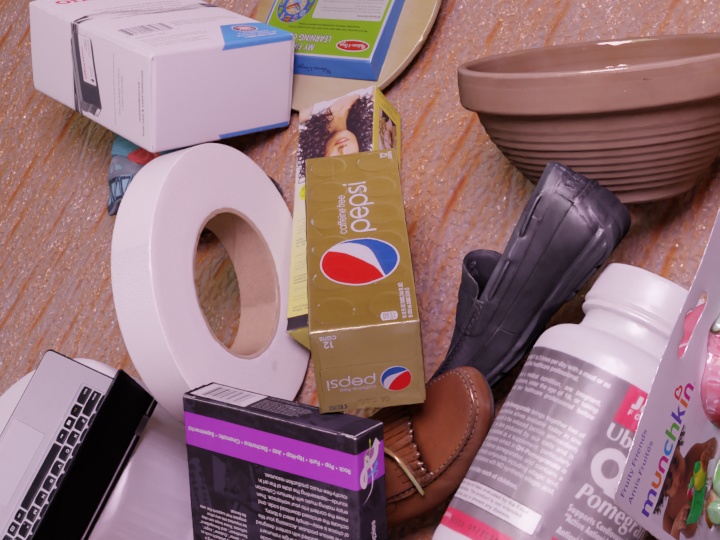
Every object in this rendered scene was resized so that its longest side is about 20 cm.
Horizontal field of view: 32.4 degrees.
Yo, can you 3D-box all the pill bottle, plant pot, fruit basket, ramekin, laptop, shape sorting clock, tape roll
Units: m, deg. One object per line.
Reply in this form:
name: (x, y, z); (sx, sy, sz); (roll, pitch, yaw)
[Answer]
pill bottle: (0.134, 0.102, 0.731); (0.110, 0.111, 0.201); (22, 78, 39)
plant pot: (0.164, -0.097, 0.807); (0.199, 0.200, 0.094); (4, 107, 35)
fruit basket: (0.209, 0.068, 0.642); (0.093, 0.200, 0.187); (12, 71, 38)
ramekin: (-0.212, 0.165, 0.933); (0.199, 0.098, 0.203); (-16, 56, 25)
laptop: (-0.227, 0.141, 0.815); (0.199, 0.116, 0.189); (17, 74, 39)
shape sorting clock: (-0.012, -0.226, 1.059); (0.198, 0.039, 0.202); (-16, 59, 29)
tape roll: (-0.099, 0.013, 0.878); (0.037, 0.203, 0.205); (-11, 59, 27)

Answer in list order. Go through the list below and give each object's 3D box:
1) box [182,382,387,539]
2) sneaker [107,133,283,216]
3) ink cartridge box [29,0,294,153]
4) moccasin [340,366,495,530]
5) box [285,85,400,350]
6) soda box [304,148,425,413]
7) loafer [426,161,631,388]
box: (-0.046, 0.181, 0.782); (0.142, 0.036, 0.203); (9, 106, 36)
sneaker: (-0.142, -0.055, 1.041); (0.199, 0.079, 0.097); (20, 94, 43)
ink cartridge box: (-0.173, -0.178, 1.060); (0.199, 0.144, 0.085); (29, 124, 42)
moccasin: (0.004, 0.124, 0.794); (0.201, 0.077, 0.074); (-34, 52, 33)
box: (-0.011, -0.040, 0.947); (0.075, 0.050, 0.202); (-15, 58, 26)
soda box: (0.000, 0.000, 0.803); (0.067, 0.065, 0.201); (-6, 35, 1)
loafer: (0.092, 0.016, 0.794); (0.070, 0.068, 0.201); (41, 123, 9)
